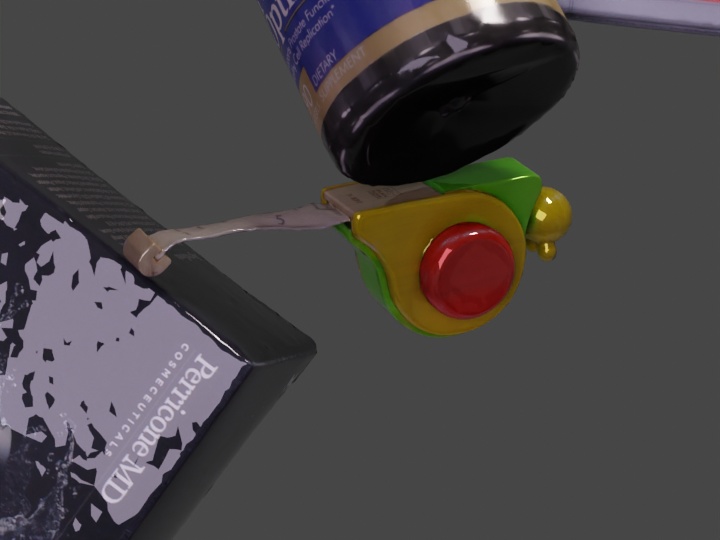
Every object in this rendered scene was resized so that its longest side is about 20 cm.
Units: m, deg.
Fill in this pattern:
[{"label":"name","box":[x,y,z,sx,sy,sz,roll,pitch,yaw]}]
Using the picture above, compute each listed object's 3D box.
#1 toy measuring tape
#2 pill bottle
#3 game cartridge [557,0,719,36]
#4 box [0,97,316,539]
[{"label":"toy measuring tape","box":[0.000,0.000,0.896,0.200,0.074,0.074,-11,88,-21]},{"label":"pill bottle","box":[0.002,-0.145,0.884,0.112,0.112,0.200,-30,69,11]},{"label":"game cartridge","box":[0.157,-0.166,0.901,0.200,0.041,0.133,7,88,12]},{"label":"box","box":[-0.162,0.054,0.933,0.200,0.117,0.197,37,98,9]}]
